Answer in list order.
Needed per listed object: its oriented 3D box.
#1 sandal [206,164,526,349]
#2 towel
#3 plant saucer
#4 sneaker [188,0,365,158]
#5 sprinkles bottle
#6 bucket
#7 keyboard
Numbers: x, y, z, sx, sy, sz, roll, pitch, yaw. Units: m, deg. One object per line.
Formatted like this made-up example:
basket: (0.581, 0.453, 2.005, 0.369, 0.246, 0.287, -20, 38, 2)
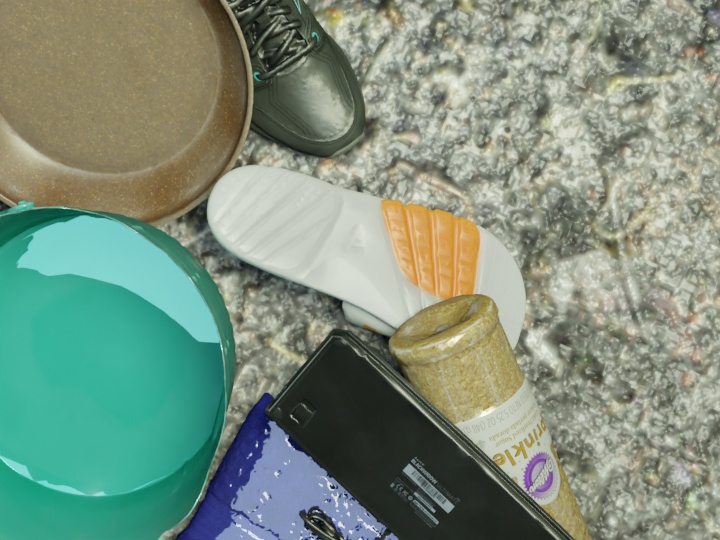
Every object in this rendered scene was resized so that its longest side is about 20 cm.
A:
sandal: (0.002, -0.008, 1.269, 0.206, 0.059, 0.080, 23, 76, -14)
towel: (-0.045, 0.192, 1.274, 0.147, 0.050, 0.201, 31, 87, 4)
plant saucer: (-0.157, -0.119, 1.251, 0.199, 0.037, 0.202, 4, 119, 7)
sneaker: (-0.069, -0.150, 1.265, 0.075, 0.079, 0.200, -39, 91, -3)
sprinkles bottle: (0.083, 0.115, 1.237, 0.068, 0.068, 0.201, -25, 107, -1)
bucket: (-0.164, 0.059, 1.218, 0.206, 0.135, 0.209, 0, 96, 2)
keyboard: (0.027, 0.137, 1.220, 0.200, 0.021, 0.127, 44, 117, 4)
